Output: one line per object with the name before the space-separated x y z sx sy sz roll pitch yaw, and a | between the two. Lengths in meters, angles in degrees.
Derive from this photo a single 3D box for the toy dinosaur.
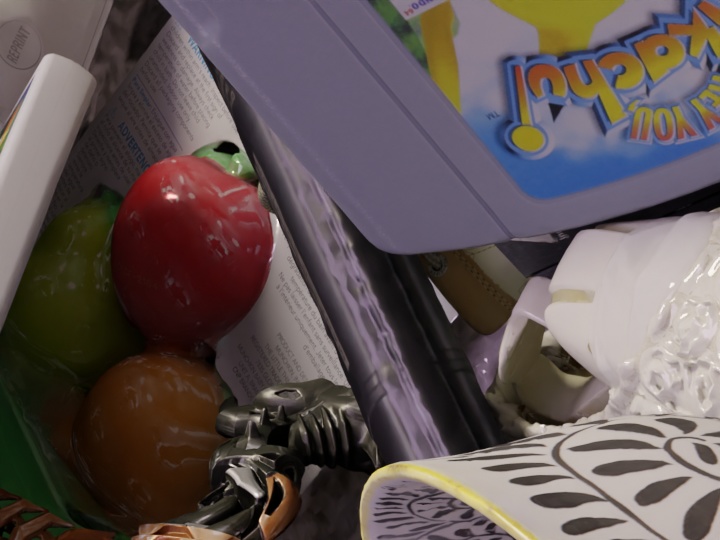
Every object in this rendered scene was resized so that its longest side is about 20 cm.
toy dinosaur | -0.033 0.091 0.748 0.200 0.136 0.102 38 122 7

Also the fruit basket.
fruit basket | -0.062 0.022 0.891 0.200 0.094 0.185 -47 50 17

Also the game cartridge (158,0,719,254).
game cartridge | 0.051 -0.076 0.596 0.200 0.133 0.041 -23 35 34

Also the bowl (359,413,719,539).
bowl | 0.095 0.100 0.547 0.201 0.094 0.201 51 164 21

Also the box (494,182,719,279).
box | 0.048 -0.102 0.630 0.161 0.200 0.049 -23 31 36

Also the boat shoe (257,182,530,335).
boat shoe | -0.010 -0.051 0.809 0.076 0.072 0.200 -55 48 8

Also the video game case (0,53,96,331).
video game case | -0.146 0.052 0.801 0.182 0.022 0.200 -54 14 34

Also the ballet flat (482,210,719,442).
ballet flat | 0.069 0.022 0.657 0.200 0.071 0.072 121 144 -72

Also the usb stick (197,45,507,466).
usb stick | 0.000 0.000 0.732 0.055 0.033 0.200 77 169 -67

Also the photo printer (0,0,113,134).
photo printer | -0.148 -0.092 0.948 0.166 0.069 0.200 -29 37 47
